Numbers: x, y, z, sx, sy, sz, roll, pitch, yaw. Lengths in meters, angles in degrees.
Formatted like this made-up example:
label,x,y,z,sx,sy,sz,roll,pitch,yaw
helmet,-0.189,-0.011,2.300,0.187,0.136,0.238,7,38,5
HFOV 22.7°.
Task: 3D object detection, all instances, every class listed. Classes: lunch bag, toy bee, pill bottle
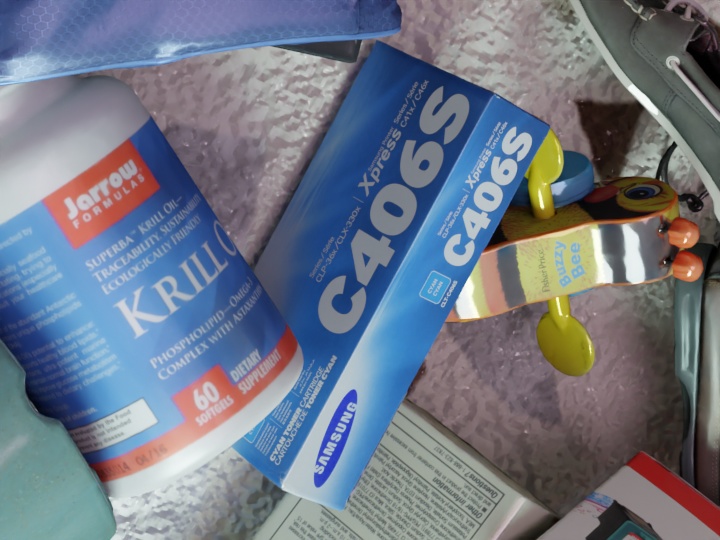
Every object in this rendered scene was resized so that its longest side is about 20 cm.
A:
label,x,y,z,sx,sy,sz,roll,pitch,yaw
lunch bag,-0.074,-0.147,0.636,0.200,0.136,0.133,-10,108,-18
toy bee,0.110,-0.023,0.868,0.200,0.109,0.131,-39,117,-6
pill bottle,-0.120,-0.012,0.767,0.112,0.112,0.200,-36,105,-9

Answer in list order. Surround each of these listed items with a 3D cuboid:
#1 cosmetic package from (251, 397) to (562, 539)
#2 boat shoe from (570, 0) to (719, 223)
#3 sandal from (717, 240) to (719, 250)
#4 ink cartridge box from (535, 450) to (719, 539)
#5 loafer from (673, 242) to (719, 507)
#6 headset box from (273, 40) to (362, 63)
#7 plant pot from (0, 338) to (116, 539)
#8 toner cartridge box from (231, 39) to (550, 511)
label,x,y,z,sx,sy,sz,roll,pitch,yaw
cosmetic package,-0.005,0.166,0.866,0.200,0.103,0.087,-52,155,0
boat shoe,0.172,-0.082,0.856,0.057,0.067,0.200,-38,78,30
sandal,0.241,0.045,0.977,0.076,0.043,0.200,-11,114,20
ink cartridge box,0.114,0.169,0.884,0.200,0.067,0.116,-27,149,-53
loafer,0.201,0.081,0.942,0.063,0.072,0.200,2,117,21
headset box,-0.086,-0.195,0.746,0.200,0.093,0.174,10,100,-24
plant pot,-0.220,0.106,0.734,0.196,0.200,0.200,-37,116,-18
toner cartridge box,0.000,0.000,0.834,0.043,0.095,0.200,25,94,-39
